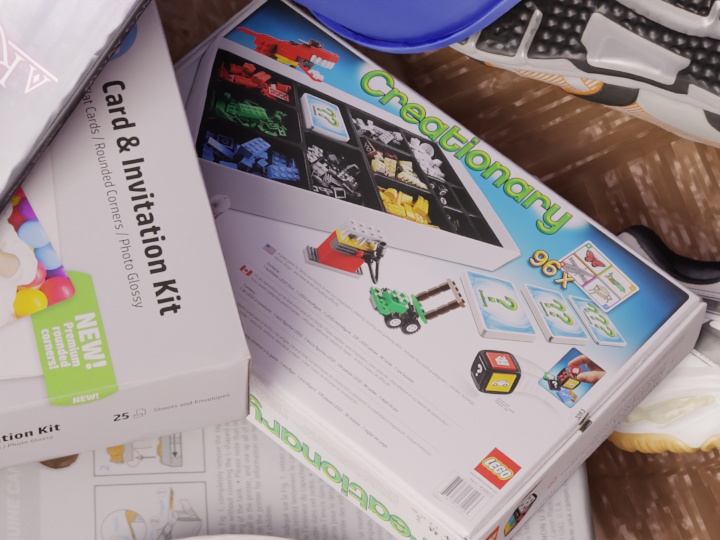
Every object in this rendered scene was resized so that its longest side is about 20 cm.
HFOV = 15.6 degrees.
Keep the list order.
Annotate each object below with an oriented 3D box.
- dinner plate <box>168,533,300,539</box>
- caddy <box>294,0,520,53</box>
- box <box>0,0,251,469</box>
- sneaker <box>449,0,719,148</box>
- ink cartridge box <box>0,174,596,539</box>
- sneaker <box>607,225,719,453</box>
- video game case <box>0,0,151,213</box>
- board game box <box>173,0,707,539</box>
[{"bbox_3d":[-0.046,0.178,0.859,0.199,0.024,0.201,-3,113,-7],"label":"dinner plate"},{"bbox_3d":[0.033,-0.164,0.883,0.200,0.105,0.142,-34,59,29],"label":"caddy"},{"bbox_3d":[-0.147,-0.008,0.826,0.199,0.041,0.157,-10,59,-11],"label":"box"},{"bbox_3d":[0.095,-0.081,0.928,0.199,0.080,0.074,24,77,27],"label":"sneaker"},{"bbox_3d":[-0.026,0.046,0.905,0.198,0.057,0.163,-5,56,0],"label":"ink cartridge box"},{"bbox_3d":[0.176,0.013,0.914,0.199,0.076,0.088,-5,93,11],"label":"sneaker"},{"bbox_3d":[-0.117,-0.124,0.778,0.143,0.019,0.200,38,101,3],"label":"video game case"},{"bbox_3d":[0.000,0.000,0.888,0.200,0.035,0.126,37,61,21],"label":"board game box"}]
